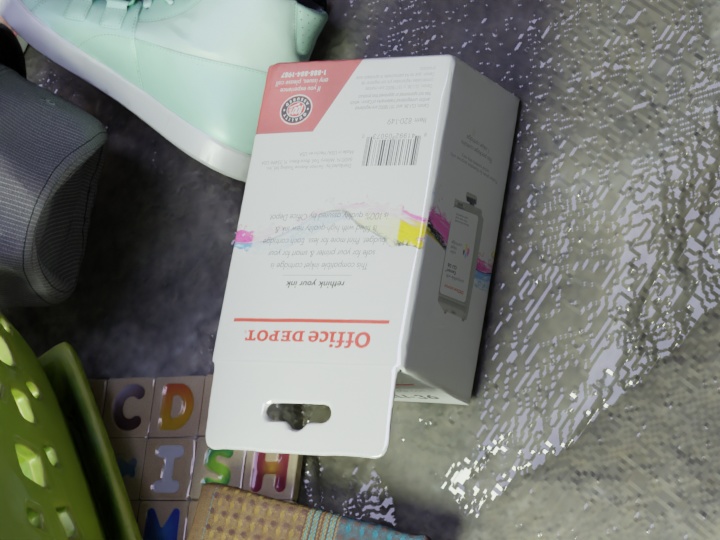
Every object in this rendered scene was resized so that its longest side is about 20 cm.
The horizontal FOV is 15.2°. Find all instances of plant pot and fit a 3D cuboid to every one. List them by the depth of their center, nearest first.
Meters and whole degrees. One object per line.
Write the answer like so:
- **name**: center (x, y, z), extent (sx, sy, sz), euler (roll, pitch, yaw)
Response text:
- **plant pot**: center (-0.222, 0.132, 1.361), extent (0.199, 0.181, 0.200), euler (-36, 56, 21)

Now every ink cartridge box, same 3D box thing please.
- **ink cartridge box**: center (0.000, 0.000, 1.330), extent (0.116, 0.067, 0.201), euler (1, 73, 36)

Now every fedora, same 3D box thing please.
- **fedora**: center (-0.188, -0.038, 1.417), extent (0.090, 0.200, 0.177), euler (16, 92, 8)

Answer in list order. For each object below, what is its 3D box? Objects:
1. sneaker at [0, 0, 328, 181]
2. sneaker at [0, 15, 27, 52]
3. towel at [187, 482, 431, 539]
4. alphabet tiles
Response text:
- **sneaker**: center (-0.104, -0.145, 1.439), extent (0.200, 0.074, 0.118), euler (34, 101, 22)
- **sneaker**: center (-0.223, -0.170, 1.524), extent (0.200, 0.105, 0.075), euler (-46, 56, 15)
- **towel**: center (-0.046, 0.213, 1.314), extent (0.146, 0.022, 0.201), euler (11, 82, 36)
- **alphabet tiles**: center (-0.116, 0.136, 1.403), extent (0.200, 0.008, 0.168), euler (-4, 72, 35)
